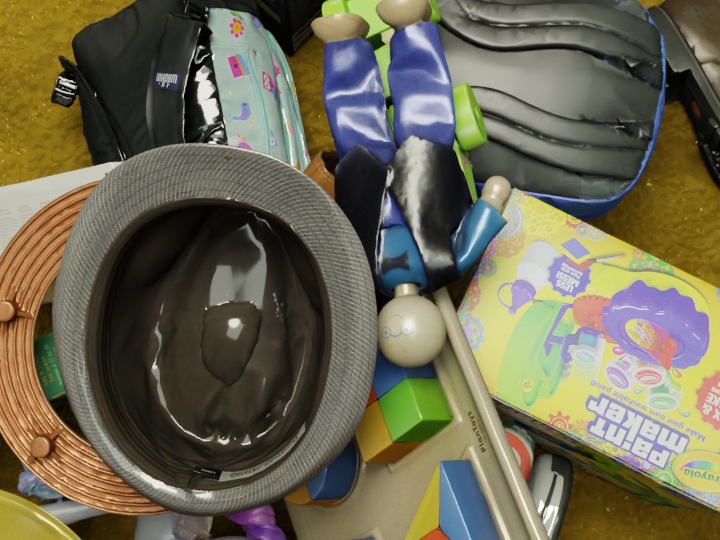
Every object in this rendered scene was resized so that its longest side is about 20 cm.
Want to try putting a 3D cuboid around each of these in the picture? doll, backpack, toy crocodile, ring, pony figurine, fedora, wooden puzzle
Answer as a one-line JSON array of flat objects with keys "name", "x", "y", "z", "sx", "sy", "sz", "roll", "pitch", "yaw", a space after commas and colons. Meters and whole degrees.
[{"name": "doll", "x": 0.016, "y": -0.045, "z": 0.780, "sx": 0.135, "sy": 0.048, "sz": 0.203, "roll": -12, "pitch": 79, "yaw": 17}, {"name": "backpack", "x": 0.103, "y": -0.121, "z": 0.939, "sx": 0.197, "sy": 0.168, "sz": 0.165, "roll": 10, "pitch": 88, "yaw": 9}, {"name": "toy crocodile", "x": 0.030, "y": -0.116, "z": 0.840, "sx": 0.067, "sy": 0.062, "sz": 0.202, "roll": -22, "pitch": 79, "yaw": 14}, {"name": "backpack", "x": -0.108, "y": -0.083, "z": 0.946, "sx": 0.126, "sy": 0.166, "sz": 0.203, "roll": -8, "pitch": 80, "yaw": -46}, {"name": "ring", "x": -0.132, "y": 0.044, "z": 0.824, "sx": 0.197, "sy": 0.019, "sz": 0.203, "roll": 0, "pitch": 90, "yaw": 3}, {"name": "pony figurine", "x": -0.128, "y": 0.151, "z": 0.932, "sx": 0.197, "sy": 0.167, "sz": 0.196, "roll": -3, "pitch": 103, "yaw": 5}, {"name": "fedora", "x": -0.075, "y": 0.029, "z": 0.766, "sx": 0.174, "sy": 0.090, "sz": 0.203, "roll": 1, "pitch": 98, "yaw": 5}, {"name": "wooden puzzle", "x": 0.012, "y": 0.132, "z": 0.810, "sx": 0.046, "sy": 0.200, "sz": 0.187, "roll": 2, "pitch": 57, "yaw": -41}]

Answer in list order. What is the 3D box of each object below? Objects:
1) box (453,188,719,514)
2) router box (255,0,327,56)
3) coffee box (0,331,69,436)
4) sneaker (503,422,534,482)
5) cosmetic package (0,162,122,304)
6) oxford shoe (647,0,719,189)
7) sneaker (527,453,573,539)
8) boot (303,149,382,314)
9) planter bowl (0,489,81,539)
[{"name": "box", "x": 0.153, "y": 0.060, "z": 0.909, "sx": 0.198, "sy": 0.193, "sz": 0.123, "roll": 26, "pitch": 84, "yaw": 3}, {"name": "router box", "x": -0.104, "y": -0.254, "z": 0.965, "sx": 0.052, "sy": 0.157, "sz": 0.200, "roll": -45, "pitch": 86, "yaw": -5}, {"name": "coffee box", "x": -0.227, "y": 0.080, "z": 0.943, "sx": 0.198, "sy": 0.123, "sz": 0.044, "roll": -25, "pitch": 87, "yaw": -4}, {"name": "sneaker", "x": 0.045, "y": 0.170, "z": 0.894, "sx": 0.070, "sy": 0.093, "sz": 0.200, "roll": 44, "pitch": 123, "yaw": 9}, {"name": "cosmetic package", "x": -0.196, "y": -0.021, "z": 0.923, "sx": 0.050, "sy": 0.199, "sz": 0.084, "roll": -8, "pitch": 93, "yaw": -43}, {"name": "oxford shoe", "x": 0.276, "y": -0.114, "z": 0.991, "sx": 0.084, "sy": 0.073, "sz": 0.202, "roll": -27, "pitch": 84, "yaw": -5}, {"name": "sneaker", "x": 0.056, "y": 0.195, "z": 0.941, "sx": 0.114, "sy": 0.076, "sz": 0.202, "roll": 29, "pitch": 96, "yaw": 4}, {"name": "boot", "x": 0.000, "y": 0.000, "z": 0.907, "sx": 0.156, "sy": 0.198, "sz": 0.077, "roll": -51, "pitch": 42, "yaw": 26}, {"name": "planter bowl", "x": -0.253, "y": 0.247, "z": 0.895, "sx": 0.198, "sy": 0.083, "sz": 0.203, "roll": 7, "pitch": 111, "yaw": 17}]
